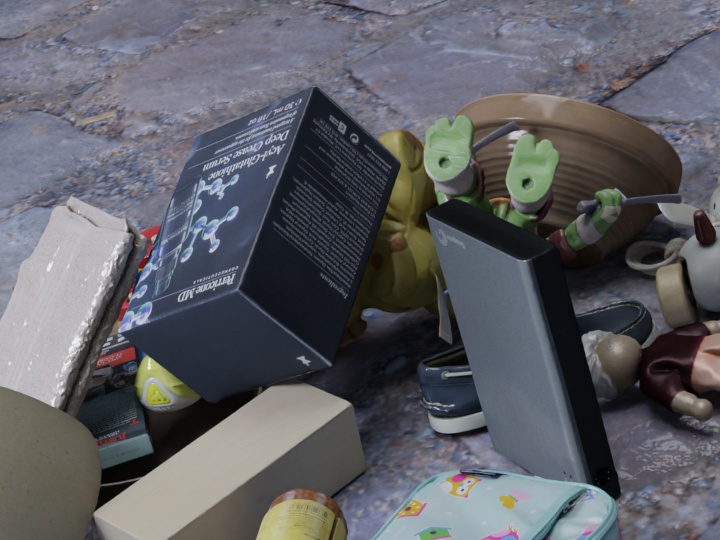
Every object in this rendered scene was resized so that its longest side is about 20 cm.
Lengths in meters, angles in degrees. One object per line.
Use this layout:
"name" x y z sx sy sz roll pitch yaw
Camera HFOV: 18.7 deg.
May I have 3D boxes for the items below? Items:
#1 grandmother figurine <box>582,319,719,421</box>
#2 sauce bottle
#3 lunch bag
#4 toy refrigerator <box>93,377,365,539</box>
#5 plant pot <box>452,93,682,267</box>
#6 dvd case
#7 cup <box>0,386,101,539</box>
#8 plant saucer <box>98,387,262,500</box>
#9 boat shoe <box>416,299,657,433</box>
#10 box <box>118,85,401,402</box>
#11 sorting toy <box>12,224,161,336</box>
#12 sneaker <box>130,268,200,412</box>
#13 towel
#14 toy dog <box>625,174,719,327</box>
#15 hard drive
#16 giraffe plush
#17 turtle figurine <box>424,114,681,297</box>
"grandmother figurine" 0.252 0.067 1.612 0.198 0.061 0.121 -2 20 25
"sauce bottle" -0.052 0.224 1.467 0.065 0.066 0.200 -10 24 15
"lunch bag" 0.079 0.205 1.409 0.159 0.078 0.200 2 31 36
"toy refrigerator" -0.093 0.165 1.616 0.076 0.070 0.200 19 43 42
"plant pot" 0.165 -0.064 1.840 0.200 0.201 0.093 2 67 35
"dvd case" -0.246 0.118 1.793 0.145 0.022 0.200 -18 24 -2
"cup" -0.310 0.156 1.593 0.199 0.143 0.201 -27 40 26
"plant saucer" -0.171 0.131 1.779 0.199 0.032 0.201 -14 25 7
"boat shoe" 0.136 0.061 1.691 0.199 0.062 0.075 -20 22 -9
"box" -0.077 -0.019 1.694 0.148 0.107 0.201 -19 42 43
"sorting toy" -0.230 0.029 1.983 0.198 0.070 0.199 -12 25 11
"sneaker" -0.136 0.032 1.795 0.075 0.106 0.200 -5 21 14
"towel" -0.242 0.043 1.740 0.132 0.034 0.201 21 88 54
"toy dog" 0.283 -0.033 1.751 0.131 0.097 0.200 -17 25 -1
"hard drive" 0.115 0.056 1.546 0.033 0.201 0.139 -26 26 -19
"giraffe plush" 0.000 0.000 1.816 0.161 0.173 0.201 -18 40 23
"turtle figurine" 0.120 -0.071 1.652 0.200 0.194 0.144 -39 68 -4
